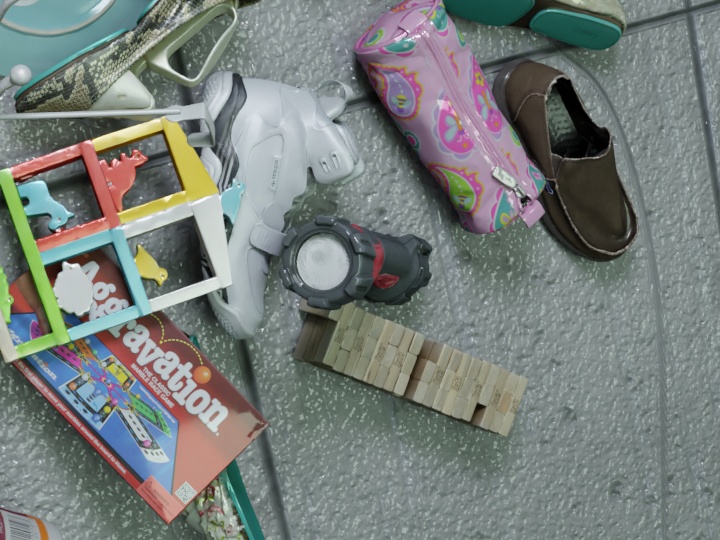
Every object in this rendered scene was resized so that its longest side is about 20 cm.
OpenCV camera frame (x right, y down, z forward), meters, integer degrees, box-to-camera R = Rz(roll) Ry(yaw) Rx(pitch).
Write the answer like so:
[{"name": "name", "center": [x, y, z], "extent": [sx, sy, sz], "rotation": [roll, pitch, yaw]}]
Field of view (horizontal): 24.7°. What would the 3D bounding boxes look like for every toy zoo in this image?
[{"name": "toy zoo", "center": [-0.176, -0.028, 1.160], "extent": [0.200, 0.020, 0.131], "rotation": [-20, 89, -13]}]

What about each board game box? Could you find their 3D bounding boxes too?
[{"name": "board game box", "center": [-0.170, 0.074, 1.171], "extent": [0.103, 0.019, 0.200], "rotation": [-44, 91, -13]}]

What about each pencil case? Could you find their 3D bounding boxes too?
[{"name": "pencil case", "center": [0.075, -0.121, 1.310], "extent": [0.087, 0.087, 0.200], "rotation": [-41, 113, -20]}]

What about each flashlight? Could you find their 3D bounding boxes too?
[{"name": "flashlight", "center": [0.000, 0.000, 1.230], "extent": [0.200, 0.068, 0.068], "rotation": [17, 76, -74]}]

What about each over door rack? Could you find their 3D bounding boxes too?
[{"name": "over door rack", "center": [-0.191, -0.163, 1.069], "extent": [0.200, 0.067, 0.148], "rotation": [3, 60, -12]}]

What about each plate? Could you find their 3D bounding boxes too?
[{"name": "plate", "center": [-0.227, -0.233, 1.154], "extent": [0.200, 0.026, 0.200], "rotation": [-4, 97, -31]}]

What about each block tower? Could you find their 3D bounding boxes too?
[{"name": "block tower", "center": [0.038, 0.077, 1.326], "extent": [0.200, 0.054, 0.058], "rotation": [25, 82, -29]}]

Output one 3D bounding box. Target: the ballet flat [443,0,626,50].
[{"name": "ballet flat", "center": [0.135, -0.232, 1.357], "extent": [0.200, 0.067, 0.062], "rotation": [12, 61, -34]}]

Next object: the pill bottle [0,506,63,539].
[{"name": "pill bottle", "center": [-0.310, 0.198, 1.098], "extent": [0.200, 0.114, 0.114], "rotation": [23, 84, -30]}]

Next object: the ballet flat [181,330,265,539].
[{"name": "ballet flat", "center": [-0.127, 0.140, 1.238], "extent": [0.064, 0.076, 0.200], "rotation": [-17, 101, 4]}]

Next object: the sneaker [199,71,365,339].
[{"name": "sneaker", "center": [-0.057, -0.049, 1.217], "extent": [0.115, 0.075, 0.200], "rotation": [-1, 93, 8]}]

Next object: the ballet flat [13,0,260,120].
[{"name": "ballet flat", "center": [-0.148, -0.154, 1.163], "extent": [0.200, 0.068, 0.075], "rotation": [-41, 93, -16]}]

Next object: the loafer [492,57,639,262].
[{"name": "loafer", "center": [0.180, -0.087, 1.382], "extent": [0.073, 0.071, 0.200], "rotation": [-44, 115, -19]}]
